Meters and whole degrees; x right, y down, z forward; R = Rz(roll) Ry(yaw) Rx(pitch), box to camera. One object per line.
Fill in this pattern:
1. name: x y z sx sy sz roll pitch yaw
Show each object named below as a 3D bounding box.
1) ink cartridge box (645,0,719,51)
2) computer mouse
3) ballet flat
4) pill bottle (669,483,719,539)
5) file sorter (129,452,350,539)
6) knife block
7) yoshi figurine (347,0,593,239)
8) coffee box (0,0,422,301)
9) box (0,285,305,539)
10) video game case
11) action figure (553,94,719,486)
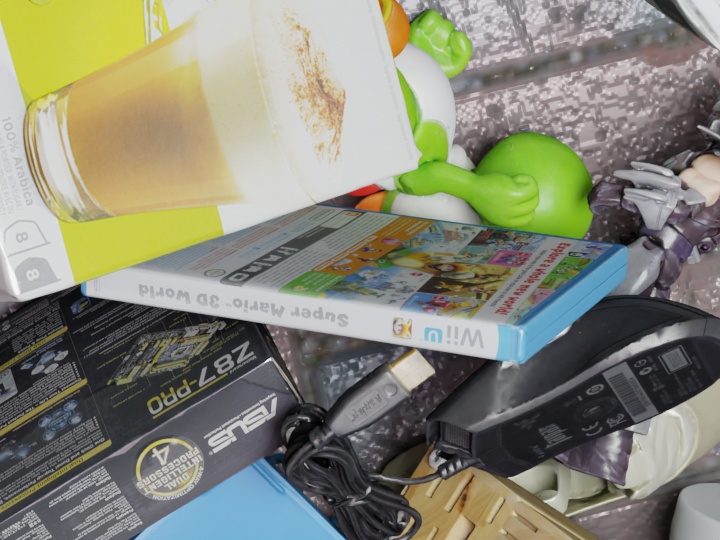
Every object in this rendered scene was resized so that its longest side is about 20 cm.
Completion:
1. ink cartridge box: 0.201 -0.192 1.158 0.200 0.163 0.057 -43 111 4
2. computer mouse: 0.057 0.046 1.112 0.199 0.046 0.140 -28 149 13
3. ballet flat: 0.106 0.097 1.266 0.199 0.069 0.070 -21 106 -3
4. pill bottle: 0.176 0.214 1.282 0.111 0.112 0.201 9 103 -11
5. file sorter: -0.045 0.177 1.233 0.139 0.123 0.200 -43 107 3
6. knife block: 0.120 0.170 1.204 0.175 0.200 0.064 33 91 -39
7. yoshi figurine: 0.043 -0.065 1.190 0.113 0.112 0.200 -56 133 -25
8. coffee box: -0.125 -0.106 1.064 0.197 0.200 0.201 -19 98 -31
9. box: -0.133 0.067 1.170 0.199 0.161 0.049 -32 120 -1
10. video game case: 0.000 0.000 1.108 0.199 0.143 0.018 8 106 22
11. action figure: 0.133 -0.003 1.205 0.069 0.130 0.201 29 87 26
